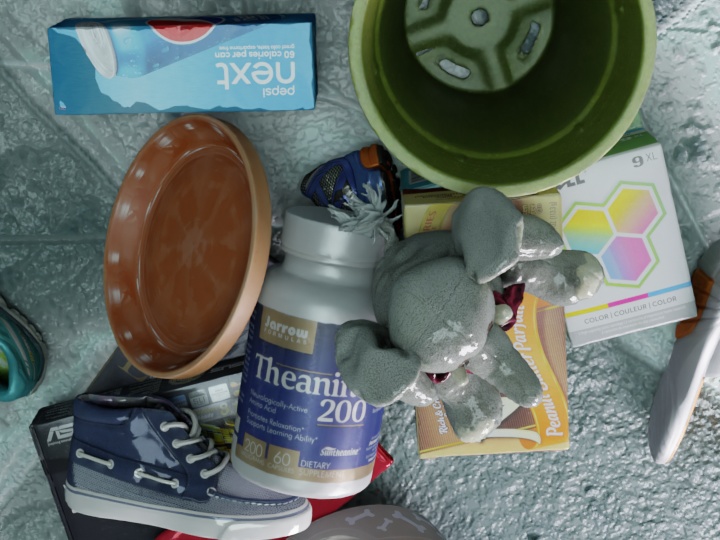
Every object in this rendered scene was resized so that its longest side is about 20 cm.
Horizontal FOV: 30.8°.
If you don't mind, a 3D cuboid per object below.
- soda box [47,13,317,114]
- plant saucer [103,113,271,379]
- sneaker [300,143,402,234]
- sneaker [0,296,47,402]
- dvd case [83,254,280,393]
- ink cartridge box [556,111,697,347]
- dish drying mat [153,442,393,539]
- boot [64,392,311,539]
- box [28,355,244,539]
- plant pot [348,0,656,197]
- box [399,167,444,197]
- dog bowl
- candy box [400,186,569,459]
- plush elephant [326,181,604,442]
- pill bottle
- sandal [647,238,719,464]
[{"bbox_3d":[-0.133,-0.159,1.001,0.199,0.064,0.068,-1,107,0],"label":"soda box"},{"bbox_3d":[-0.130,-0.017,0.993,0.032,0.200,0.201,11,111,-42],"label":"plant saucer"},{"bbox_3d":[0.000,0.000,1.052,0.078,0.075,0.201,-6,100,14],"label":"sneaker"},{"bbox_3d":[-0.337,0.031,1.051,0.200,0.080,0.078,38,103,-10],"label":"sneaker"},{"bbox_3d":[-0.120,0.075,1.095,0.148,0.016,0.200,36,103,-9],"label":"dvd case"},{"bbox_3d":[0.192,-0.050,1.033,0.103,0.059,0.201,-14,106,5],"label":"ink cartridge box"},{"bbox_3d":[-0.072,0.189,1.067,0.200,0.018,0.077,-39,103,8],"label":"dish drying mat"},{"bbox_3d":[-0.134,0.150,1.017,0.199,0.073,0.091,6,102,5],"label":"boot"},{"bbox_3d":[-0.154,0.169,1.091,0.199,0.049,0.162,-14,105,2],"label":"box"},{"bbox_3d":[0.091,-0.171,0.930,0.199,0.190,0.201,0,106,0],"label":"plant pot"},{"bbox_3d":[0.080,0.016,1.043,0.049,0.082,0.201,-14,106,6],"label":"box"},{"bbox_3d":[-0.003,0.278,1.096,0.199,0.059,0.201,-12,130,-15],"label":"dog bowl"},{"bbox_3d":[0.093,0.037,0.977,0.115,0.055,0.201,-4,107,2],"label":"candy box"},{"bbox_3d":[0.065,0.031,0.856,0.200,0.155,0.165,38,103,-17],"label":"plush elephant"},{"bbox_3d":[-0.030,0.058,0.975,0.110,0.111,0.201,9,101,-2],"label":"pill bottle"},{"bbox_3d":[0.290,0.068,1.065,0.059,0.079,0.208,12,115,-5],"label":"sandal"}]
